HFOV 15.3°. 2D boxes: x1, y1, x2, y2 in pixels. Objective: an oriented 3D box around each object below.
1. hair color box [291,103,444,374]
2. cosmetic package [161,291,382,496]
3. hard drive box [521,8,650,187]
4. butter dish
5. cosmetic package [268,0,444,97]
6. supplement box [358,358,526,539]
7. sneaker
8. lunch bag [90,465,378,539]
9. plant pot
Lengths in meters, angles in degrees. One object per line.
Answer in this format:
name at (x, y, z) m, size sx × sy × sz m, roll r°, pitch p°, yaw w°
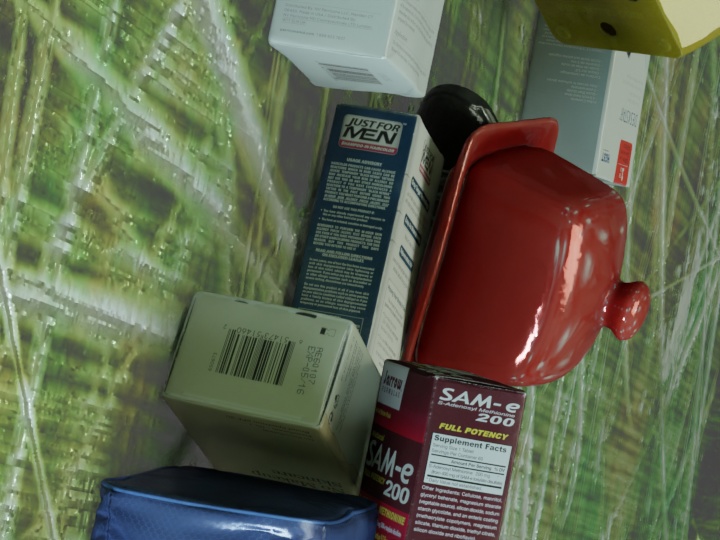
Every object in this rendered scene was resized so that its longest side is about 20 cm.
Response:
hair color box at (0.000, 0.000, 1.786) m, size 0.100 × 0.060 × 0.200 m, roll 53°, pitch 48°, yaw -72°
cosmetic package at (-0.040, 0.090, 1.625) m, size 0.200 × 0.103 × 0.073 m, roll 64°, pitch 40°, yaw -62°
hard drive box at (0.202, -0.181, 2.356) m, size 0.156 × 0.077 × 0.200 m, roll 3°, pitch 97°, yaw -73°
butter dish at (0.131, 0.006, 1.869) m, size 0.199 × 0.148 × 0.200 m, roll -12°, pitch 121°, yaw -67°
cosmetic package at (0.012, -0.219, 1.670) m, size 0.113 × 0.081 × 0.200 m, roll 38°, pitch 62°, yaw -72°
supplement box at (0.036, 0.158, 1.563) m, size 0.109 × 0.061 × 0.200 m, roll -168°, pitch -91°, yaw -74°
sneaker at (0.054, -0.027, 1.940) m, size 0.116 × 0.075 × 0.200 m, roll -52°, pitch 149°, yaw -55°
lunch bag at (-0.077, 0.188, 1.493) m, size 0.200 × 0.136 × 0.132 m, roll 2°, pitch 97°, yaw -74°
plant pot at (0.226, -0.280, 2.128) m, size 0.176 × 0.200 × 0.200 m, roll -53°, pitch 131°, yaw -24°
